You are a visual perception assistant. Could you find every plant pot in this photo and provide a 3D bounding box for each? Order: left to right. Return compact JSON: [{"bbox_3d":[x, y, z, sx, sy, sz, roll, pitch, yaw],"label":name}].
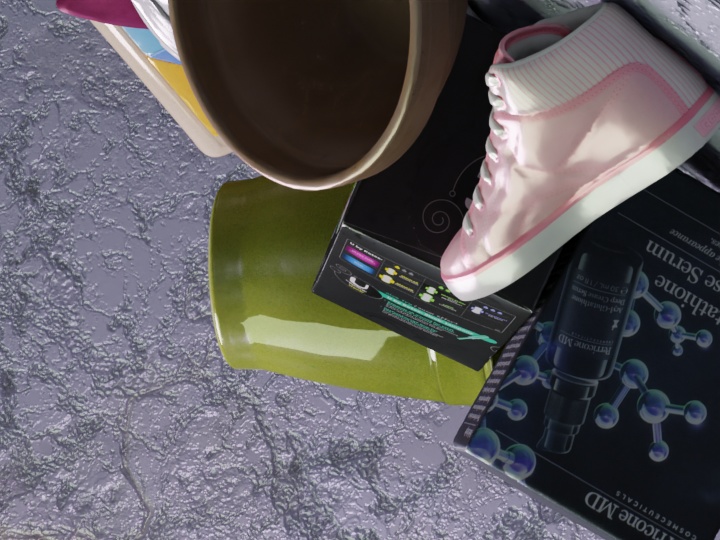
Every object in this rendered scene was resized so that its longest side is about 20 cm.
[{"bbox_3d":[-0.009,-0.150,1.295,0.092,0.202,0.201,-17,-137,-43],"label":"plant pot"},{"bbox_3d":[0.000,0.000,1.641,0.192,0.202,0.200,-3,168,9],"label":"plant pot"}]

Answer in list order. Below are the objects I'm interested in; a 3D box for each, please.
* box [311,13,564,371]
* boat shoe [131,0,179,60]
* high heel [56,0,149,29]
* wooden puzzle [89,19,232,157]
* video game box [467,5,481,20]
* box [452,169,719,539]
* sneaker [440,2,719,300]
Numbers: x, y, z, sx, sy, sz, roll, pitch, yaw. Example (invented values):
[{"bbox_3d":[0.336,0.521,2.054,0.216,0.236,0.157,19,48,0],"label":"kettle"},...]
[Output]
[{"bbox_3d":[0.061,-0.044,1.429,0.124,0.149,0.200,25,166,0],"label":"box"},{"bbox_3d":[-0.105,-0.180,1.460,0.200,0.072,0.069,54,173,-33],"label":"boat shoe"},{"bbox_3d":[-0.117,-0.161,1.582,0.200,0.096,0.067,43,179,-41],"label":"high heel"},{"bbox_3d":[-0.085,-0.164,1.683,0.199,0.037,0.185,-17,131,30],"label":"wooden puzzle"},{"bbox_3d":[-0.027,-0.211,1.472,0.182,0.047,0.200,34,174,41],"label":"video game box"},{"bbox_3d":[0.165,0.053,1.374,0.148,0.201,0.107,29,177,0],"label":"box"},{"bbox_3d":[0.090,-0.068,1.242,0.105,0.075,0.200,46,133,-8],"label":"sneaker"}]
